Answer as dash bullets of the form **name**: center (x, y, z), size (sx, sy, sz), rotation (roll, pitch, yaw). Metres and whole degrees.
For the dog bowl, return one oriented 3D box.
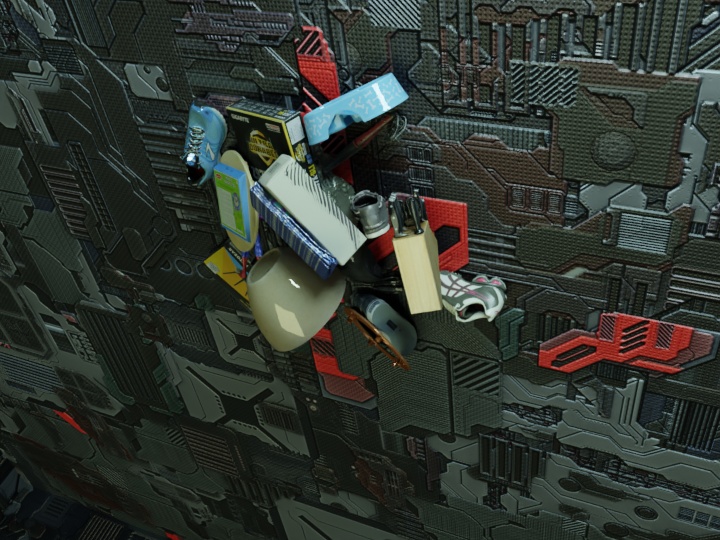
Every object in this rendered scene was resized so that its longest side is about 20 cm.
- **dog bowl**: center (-0.014, -0.276, 1.283), size (0.197, 0.112, 0.050), rotation (-18, 107, 30)

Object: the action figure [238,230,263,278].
- **action figure**: center (-0.240, -0.095, 1.615), size (0.064, 0.099, 0.205), rotation (-2, 102, -19)

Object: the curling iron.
- **curling iron**: center (0.002, -0.225, 1.364), size (0.197, 0.051, 0.025), rotation (-24, 150, 35)

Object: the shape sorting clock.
- **shape sorting clock**: center (-0.246, -0.140, 1.521), size (0.199, 0.039, 0.204), rotation (39, 137, 49)

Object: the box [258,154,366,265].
- **box**: center (-0.084, -0.105, 1.316), size (0.200, 0.068, 0.082), rotation (46, 176, -24)

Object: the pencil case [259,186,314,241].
- **pencil case**: center (-0.133, -0.103, 1.482), size (0.199, 0.092, 0.086), rotation (36, 164, 47)

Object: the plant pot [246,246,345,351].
- **plant pot**: center (-0.144, 0.034, 1.466), size (0.198, 0.203, 0.135), rotation (-20, 124, 42)

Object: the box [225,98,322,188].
- **box**: center (-0.161, -0.226, 1.406), size (0.198, 0.049, 0.162), rotation (25, 141, 46)

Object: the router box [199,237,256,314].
- **router box**: center (-0.260, 0.015, 1.764), size (0.200, 0.051, 0.148), rotation (45, 139, -16)

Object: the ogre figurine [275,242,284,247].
- **ogre figurine**: center (-0.150, 0.028, 1.647), size (0.198, 0.122, 0.097), rotation (34, 127, -30)

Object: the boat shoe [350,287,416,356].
- **boat shoe**: center (0.054, 0.109, 1.666), size (0.091, 0.071, 0.201), rotation (38, 170, 45)

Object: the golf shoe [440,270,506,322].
- **golf shoe**: center (0.192, 0.054, 1.505), size (0.196, 0.089, 0.078), rotation (0, 133, 33)

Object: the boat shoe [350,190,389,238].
- **boat shoe**: center (0.016, -0.120, 1.388), size (0.065, 0.201, 0.058), rotation (-20, 112, 0)

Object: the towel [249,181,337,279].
- **towel**: center (-0.120, -0.066, 1.340), size (0.200, 0.024, 0.145), rotation (45, 168, 2)

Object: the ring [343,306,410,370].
- **ring**: center (0.033, 0.155, 1.671), size (0.200, 0.019, 0.201), rotation (44, 170, 9)

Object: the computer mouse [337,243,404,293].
- **computer mouse**: center (0.000, 0.000, 1.545), size (0.136, 0.054, 0.200), rotation (6, 154, 31)

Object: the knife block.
- **knife block**: center (0.097, -0.041, 1.401), size (0.062, 0.205, 0.176), rotation (-9, 157, 17)

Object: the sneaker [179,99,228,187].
- **sneaker**: center (-0.319, -0.247, 1.514), size (0.077, 0.091, 0.202), rotation (21, 139, 11)

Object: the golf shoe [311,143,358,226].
- **golf shoe**: center (-0.074, -0.159, 1.484), size (0.096, 0.078, 0.202), rotation (3, 129, 51)
